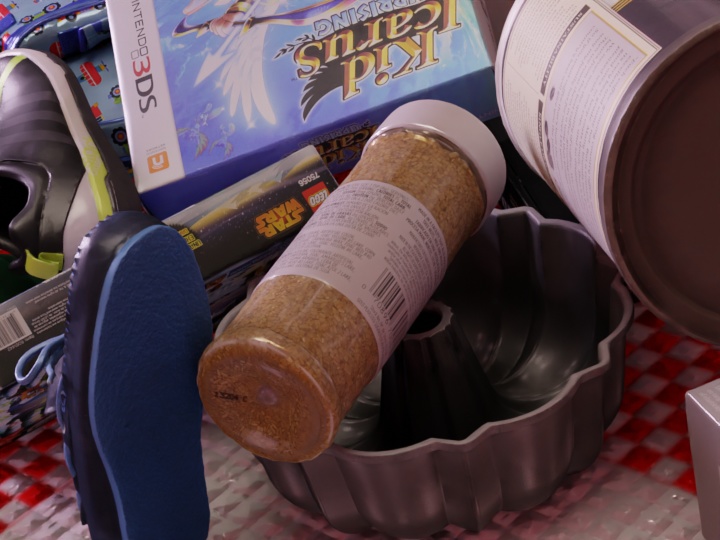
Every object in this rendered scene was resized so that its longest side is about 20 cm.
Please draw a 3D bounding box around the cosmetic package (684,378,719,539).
[{"bbox_3d":[0.248,0.069,0.876,0.199,0.091,0.107,-18,31,-13],"label":"cosmetic package"}]

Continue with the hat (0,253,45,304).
[{"bbox_3d":[-0.259,-0.019,1.113,0.200,0.177,0.165,-34,38,-28],"label":"hat"}]

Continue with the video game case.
[{"bbox_3d":[-0.035,-0.134,1.129,0.199,0.045,0.182,-19,57,9],"label":"video game case"}]

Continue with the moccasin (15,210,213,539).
[{"bbox_3d":[-0.112,0.057,0.915,0.068,0.201,0.080,32,44,32],"label":"moccasin"}]

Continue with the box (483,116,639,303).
[{"bbox_3d":[0.177,-0.059,1.135,0.199,0.046,0.159,-17,35,-5],"label":"box"}]

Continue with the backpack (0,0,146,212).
[{"bbox_3d":[-0.132,-0.108,1.253,0.182,0.135,0.200,-21,33,-13],"label":"backpack"}]

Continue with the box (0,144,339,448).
[{"bbox_3d":[-0.111,0.018,1.058,0.199,0.040,0.137,-29,-9,-22],"label":"box"}]

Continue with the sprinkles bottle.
[{"bbox_3d":[0.000,0.000,0.948,0.068,0.069,0.200,5,36,27],"label":"sprinkles bottle"}]

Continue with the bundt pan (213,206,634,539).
[{"bbox_3d":[0.035,0.053,0.989,0.201,0.076,0.202,-10,32,7],"label":"bundt pan"}]

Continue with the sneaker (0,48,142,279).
[{"bbox_3d":[-0.182,-0.059,1.113,0.082,0.072,0.200,-7,33,-27],"label":"sneaker"}]

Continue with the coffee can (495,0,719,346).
[{"bbox_3d":[0.152,-0.068,0.951,0.146,0.147,0.200,-16,21,-5],"label":"coffee can"}]

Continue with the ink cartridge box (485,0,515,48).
[{"bbox_3d":[0.057,-0.149,1.249,0.125,0.129,0.200,-6,33,11],"label":"ink cartridge box"}]
